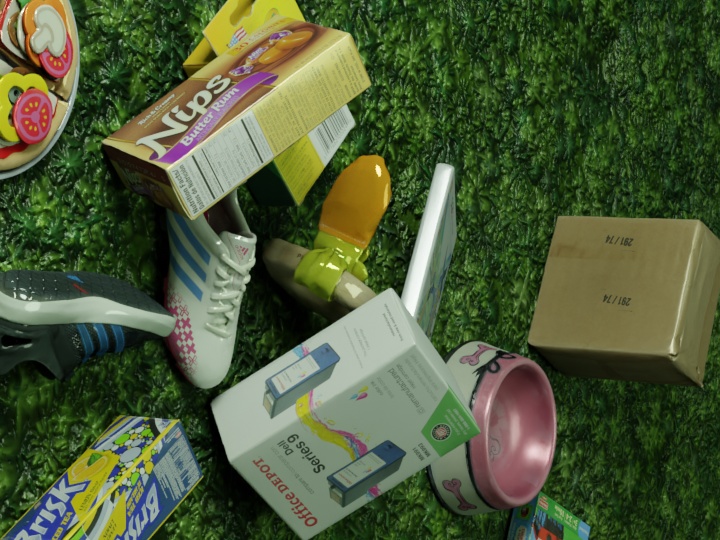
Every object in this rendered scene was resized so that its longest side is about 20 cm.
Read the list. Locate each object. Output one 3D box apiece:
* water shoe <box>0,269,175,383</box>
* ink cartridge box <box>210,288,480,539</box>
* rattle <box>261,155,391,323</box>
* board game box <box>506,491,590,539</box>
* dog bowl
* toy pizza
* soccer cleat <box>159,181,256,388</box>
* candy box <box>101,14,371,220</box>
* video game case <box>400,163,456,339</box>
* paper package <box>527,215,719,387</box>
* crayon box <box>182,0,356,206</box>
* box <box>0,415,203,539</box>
[{"bbox_3d":[-0.231,0.046,1.238,0.200,0.071,0.079,11,110,-56],"label":"water shoe"},{"bbox_3d":[-0.014,0.134,1.417,0.145,0.199,0.088,54,8,-39],"label":"ink cartridge box"},{"bbox_3d":[0.000,0.000,1.494,0.200,0.130,0.143,44,56,-48],"label":"rattle"},{"bbox_3d":[0.215,0.384,1.889,0.151,0.036,0.201,38,61,-49],"label":"board game box"},{"bbox_3d":[0.154,0.181,1.765,0.200,0.074,0.201,-2,93,-54],"label":"dog bowl"},{"bbox_3d":[-0.279,-0.168,1.177,0.200,0.032,0.201,-2,92,-55],"label":"toy pizza"},{"bbox_3d":[-0.127,0.006,1.349,0.070,0.086,0.201,-17,105,-53],"label":"soccer cleat"},{"bbox_3d":[-0.104,-0.131,1.299,0.200,0.117,0.057,-38,124,-20],"label":"candy box"},{"bbox_3d":[0.068,0.017,1.613,0.182,0.022,0.201,79,25,-68],"label":"video game case"},{"bbox_3d":[0.327,0.034,1.898,0.103,0.199,0.191,40,60,-47],"label":"paper package"},{"bbox_3d":[-0.087,-0.174,1.433,0.127,0.051,0.200,-57,135,-36],"label":"crayon box"},{"bbox_3d":[-0.215,0.201,1.244,0.200,0.070,0.065,-48,127,-43],"label":"box"}]
